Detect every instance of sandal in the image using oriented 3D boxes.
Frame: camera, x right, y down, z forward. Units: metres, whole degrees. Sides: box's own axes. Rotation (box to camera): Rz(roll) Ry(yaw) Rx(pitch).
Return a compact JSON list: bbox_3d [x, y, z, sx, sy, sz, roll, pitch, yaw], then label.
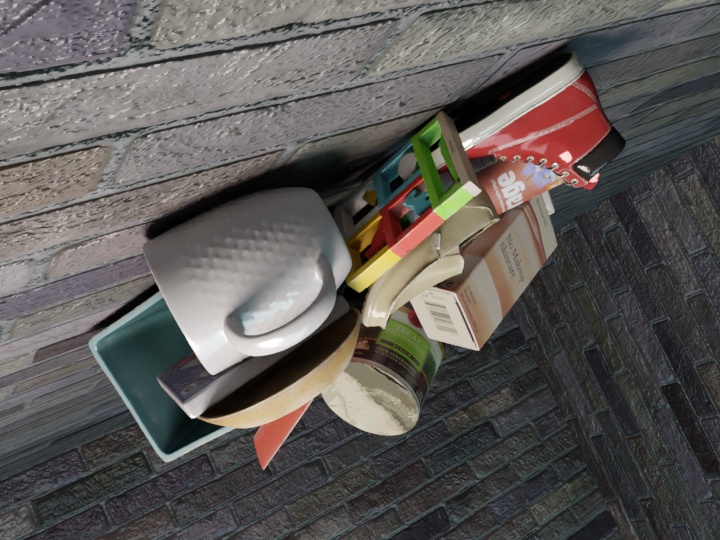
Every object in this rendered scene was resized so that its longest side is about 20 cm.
[{"bbox_3d":[-0.008,-0.029,0.928,0.075,0.201,0.048,3,164,46],"label":"sandal"}]

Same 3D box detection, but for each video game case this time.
[{"bbox_3d":[-0.126,0.083,0.906,0.200,0.023,0.182,-35,-166,-18],"label":"video game case"}]

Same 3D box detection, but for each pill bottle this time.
[{"bbox_3d":[0.143,-0.117,0.977,0.199,0.113,0.112,-27,173,6],"label":"pill bottle"}]

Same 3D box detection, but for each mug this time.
[{"bbox_3d":[-0.095,0.010,0.790,0.175,0.148,0.200,-29,-144,-7],"label":"mug"}]

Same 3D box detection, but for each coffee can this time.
[{"bbox_3d":[0.046,0.111,1.156,0.146,0.146,0.200,-32,-160,44],"label":"coffee can"}]

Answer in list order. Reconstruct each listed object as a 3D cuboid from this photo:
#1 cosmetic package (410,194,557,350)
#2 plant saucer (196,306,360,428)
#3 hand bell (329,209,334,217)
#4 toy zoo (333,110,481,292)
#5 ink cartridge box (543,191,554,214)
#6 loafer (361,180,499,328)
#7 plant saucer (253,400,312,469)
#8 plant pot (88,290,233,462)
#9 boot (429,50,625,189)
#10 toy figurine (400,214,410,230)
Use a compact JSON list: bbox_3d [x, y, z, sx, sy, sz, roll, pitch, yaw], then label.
[{"bbox_3d":[0.154,-0.009,1.017,0.087,0.104,0.200,11,-130,44],"label":"cosmetic package"},{"bbox_3d":[-0.079,0.107,0.847,0.200,0.036,0.200,-28,-166,8],"label":"plant saucer"},{"bbox_3d":[-0.075,-0.037,1.007,0.104,0.104,0.200,-32,-178,43],"label":"hand bell"},{"bbox_3d":[0.032,-0.064,0.853,0.020,0.132,0.200,33,118,-32],"label":"toy zoo"},{"bbox_3d":[0.213,-0.110,1.307,0.116,0.068,0.200,-25,-166,-8],"label":"ink cartridge box"},{"bbox_3d":[0.076,-0.012,0.866,0.200,0.068,0.076,-52,172,0],"label":"loafer"},{"bbox_3d":[-0.069,0.133,1.049,0.200,0.037,0.200,-58,-177,46],"label":"plant saucer"},{"bbox_3d":[-0.205,0.105,1.119,0.195,0.197,0.200,-30,-176,33],"label":"plant pot"},{"bbox_3d":[0.179,-0.125,0.886,0.199,0.144,0.073,-28,-158,22],"label":"boot"},{"bbox_3d":[0.132,-0.092,1.154,0.184,0.151,0.200,-34,-160,-22],"label":"toy figurine"}]
